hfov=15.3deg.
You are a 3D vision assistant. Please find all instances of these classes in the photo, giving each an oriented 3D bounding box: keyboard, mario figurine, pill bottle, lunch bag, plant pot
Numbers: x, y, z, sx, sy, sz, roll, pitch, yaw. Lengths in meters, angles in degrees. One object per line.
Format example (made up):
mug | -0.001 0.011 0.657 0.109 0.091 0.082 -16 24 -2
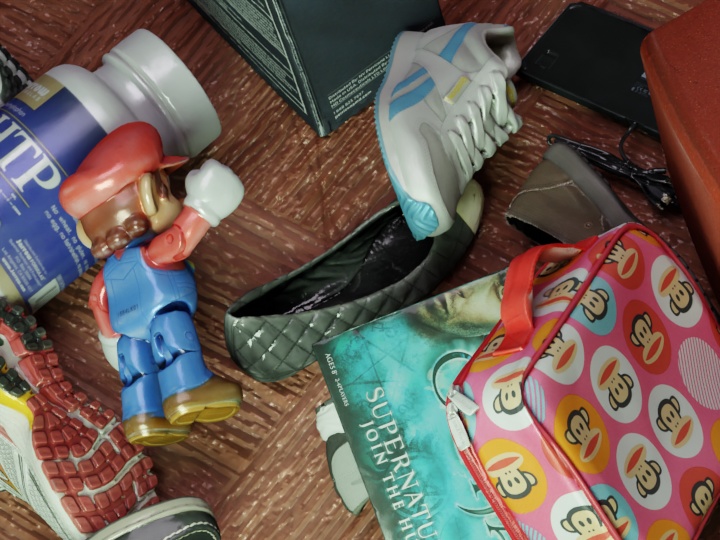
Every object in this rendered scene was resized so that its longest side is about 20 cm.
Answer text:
keyboard | 0.186 -0.100 1.745 0.199 0.021 0.127 26 61 30
mario figurine | -0.117 0.003 1.676 0.123 0.106 0.201 -15 76 7
pill bottle | -0.195 -0.064 1.763 0.200 0.120 0.120 -40 55 -13
lunch bag | 0.133 0.068 1.497 0.082 0.177 0.200 -23 16 39
plant pot | 0.275 -0.076 1.593 0.199 0.200 0.177 -29 52 -5

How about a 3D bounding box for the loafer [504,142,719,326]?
loafer | 0.159 0.006 1.656 0.071 0.073 0.200 -40 50 0

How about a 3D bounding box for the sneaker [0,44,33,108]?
sneaker | -0.287 -0.141 1.861 0.081 0.075 0.200 -43 35 -4

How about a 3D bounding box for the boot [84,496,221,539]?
boot | -0.141 0.240 1.568 0.199 0.073 0.151 -34 53 -4

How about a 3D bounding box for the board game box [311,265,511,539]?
board game box | 0.069 0.112 1.562 0.134 0.028 0.201 -22 86 2

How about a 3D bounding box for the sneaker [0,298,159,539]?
sneaker | -0.198 0.112 1.679 0.078 0.082 0.200 -16 59 -42

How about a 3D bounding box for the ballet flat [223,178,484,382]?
ballet flat | 0.000 0.000 1.702 0.200 0.057 0.066 -37 52 -15

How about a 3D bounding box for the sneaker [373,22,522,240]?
sneaker | 0.058 -0.097 1.706 0.080 0.077 0.201 -10 37 15

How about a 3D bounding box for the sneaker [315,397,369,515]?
sneaker | 0.075 0.103 1.614 0.199 0.074 0.080 -8 85 3

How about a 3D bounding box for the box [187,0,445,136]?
box | -0.055 -0.235 1.792 0.123 0.199 0.200 -37 55 -11
